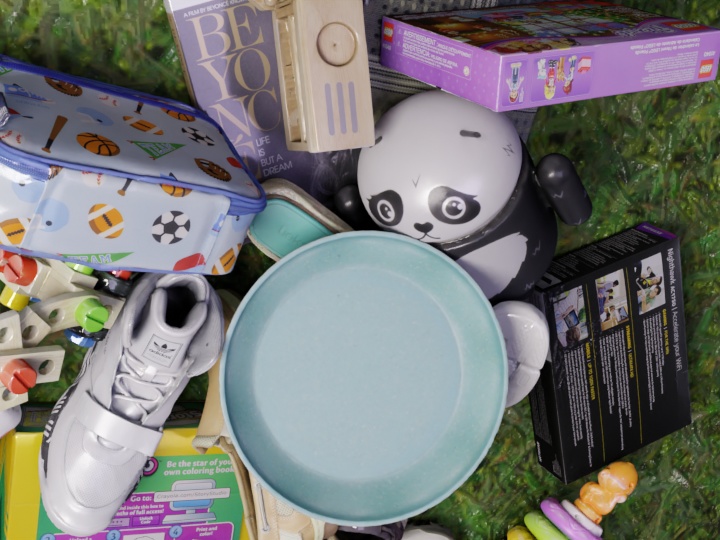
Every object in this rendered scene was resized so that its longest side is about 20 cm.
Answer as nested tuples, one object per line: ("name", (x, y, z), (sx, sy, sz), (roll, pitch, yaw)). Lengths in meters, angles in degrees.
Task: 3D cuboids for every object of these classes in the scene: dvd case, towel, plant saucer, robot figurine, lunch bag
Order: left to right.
("lunch bag", (-0.169, -0.072, 0.682), (0.200, 0.160, 0.076), (13, 119, -35))
("dvd case", (-0.050, -0.131, 0.798), (0.149, 0.016, 0.200), (-20, 115, -18))
("plant saucer", (0.002, 0.073, 0.750), (0.200, 0.036, 0.200), (0, 91, -11))
("towel", (0.073, -0.196, 0.820), (0.200, 0.035, 0.193), (3, 109, -35))
("robot figurine", (0.076, -0.045, 0.808), (0.150, 0.125, 0.200), (-40, 144, -2))

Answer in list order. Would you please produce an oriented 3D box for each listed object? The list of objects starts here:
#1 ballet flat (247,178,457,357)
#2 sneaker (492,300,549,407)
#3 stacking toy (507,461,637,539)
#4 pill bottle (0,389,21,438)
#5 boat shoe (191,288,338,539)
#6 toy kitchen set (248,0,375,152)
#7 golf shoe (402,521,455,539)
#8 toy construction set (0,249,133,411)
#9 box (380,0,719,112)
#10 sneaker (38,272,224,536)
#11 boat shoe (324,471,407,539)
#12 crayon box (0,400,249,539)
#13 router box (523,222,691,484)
("ballet flat", (0.000, 0.000, 0.800), (0.200, 0.062, 0.067), (42, 107, -13))
("sneaker", (0.088, 0.078, 0.874), (0.077, 0.082, 0.200), (32, 133, -2))
("stacking toy", (0.179, 0.249, 0.986), (0.116, 0.110, 0.200), (37, 93, -34))
("pill bottle", (-0.331, 0.113, 0.696), (0.200, 0.112, 0.112), (-37, 120, -10))
("boat shoe", (-0.087, 0.109, 0.784), (0.076, 0.072, 0.200), (-19, 71, -22))
("toy kitchen set", (-0.089, -0.155, 0.663), (0.200, 0.163, 0.181), (-9, 100, -20))
("golf shoe", (0.009, 0.294, 0.940), (0.200, 0.088, 0.077), (-28, 116, -16))
("toy construction set", (-0.223, -0.001, 0.674), (0.092, 0.200, 0.131), (-49, 145, 13))
("box", (0.134, -0.157, 0.768), (0.200, 0.137, 0.039), (-13, 118, -30))
("sneaker", (-0.153, 0.078, 0.728), (0.075, 0.115, 0.200), (26, 68, -16))
("boat shoe", (-0.001, 0.201, 0.860), (0.072, 0.200, 0.065), (14, 63, 6))
("crayon box", (-0.173, 0.189, 0.830), (0.200, 0.058, 0.173), (3, 104, -26))
("router box", (0.221, 0.075, 0.981), (0.149, 0.051, 0.200), (-20, 116, -20))
